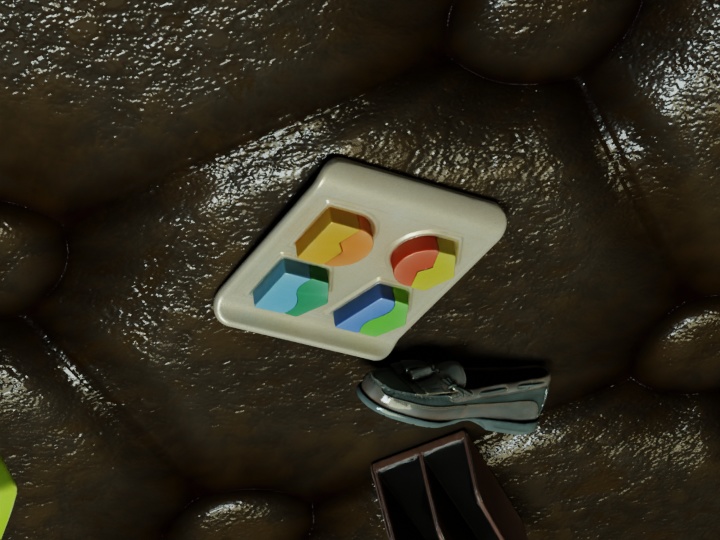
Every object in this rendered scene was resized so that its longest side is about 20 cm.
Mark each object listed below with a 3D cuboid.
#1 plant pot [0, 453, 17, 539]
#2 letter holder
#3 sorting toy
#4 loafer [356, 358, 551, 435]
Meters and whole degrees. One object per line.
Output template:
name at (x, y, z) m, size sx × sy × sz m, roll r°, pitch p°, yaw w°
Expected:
plant pot at (-0.414, 0.178, 1.639) m, size 0.181 × 0.199 × 0.200 m, roll -14°, pitch 146°, yaw -39°
letter holder at (0.101, 0.275, 1.996) m, size 0.100 × 0.143 × 0.200 m, roll -21°, pitch 141°, yaw 10°
sorting toy at (0.000, 0.000, 1.715) m, size 0.184 × 0.037 × 0.200 m, roll 14°, pitch 133°, yaw -30°
loafer at (0.087, 0.102, 1.853) m, size 0.199 × 0.072 × 0.063 m, roll 10°, pitch 117°, yaw -36°
